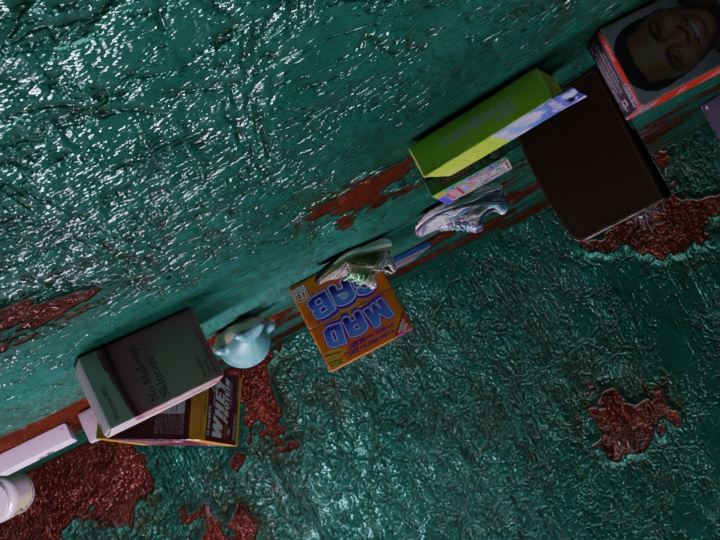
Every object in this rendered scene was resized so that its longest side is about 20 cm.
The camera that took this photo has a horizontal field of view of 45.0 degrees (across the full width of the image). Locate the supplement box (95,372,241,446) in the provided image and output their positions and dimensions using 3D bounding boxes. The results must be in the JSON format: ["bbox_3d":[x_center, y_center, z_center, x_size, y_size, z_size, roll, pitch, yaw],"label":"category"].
[{"bbox_3d":[-0.350,0.255,1.623,0.199,0.134,0.197,-2,165,12],"label":"supplement box"}]

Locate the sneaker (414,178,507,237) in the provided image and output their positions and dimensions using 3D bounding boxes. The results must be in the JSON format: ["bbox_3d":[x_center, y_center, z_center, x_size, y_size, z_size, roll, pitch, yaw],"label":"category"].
[{"bbox_3d":[0.204,-0.109,1.748,0.199,0.087,0.078,-28,174,6],"label":"sneaker"}]

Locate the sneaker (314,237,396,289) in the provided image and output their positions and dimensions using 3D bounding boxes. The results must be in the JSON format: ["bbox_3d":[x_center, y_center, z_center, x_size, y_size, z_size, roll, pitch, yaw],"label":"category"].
[{"bbox_3d":[0.000,0.000,1.763,0.199,0.089,0.077,-24,174,-30],"label":"sneaker"}]

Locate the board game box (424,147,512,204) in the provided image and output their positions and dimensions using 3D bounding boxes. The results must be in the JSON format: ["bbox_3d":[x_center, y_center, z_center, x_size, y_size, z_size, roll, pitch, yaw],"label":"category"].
[{"bbox_3d":[0.186,-0.161,1.462,0.134,0.029,0.200,-29,175,12],"label":"board game box"}]

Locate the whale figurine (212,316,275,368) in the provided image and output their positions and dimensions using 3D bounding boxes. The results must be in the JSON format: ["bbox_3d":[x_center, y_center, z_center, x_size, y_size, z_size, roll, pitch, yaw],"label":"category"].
[{"bbox_3d":[-0.258,0.164,1.986,0.159,0.104,0.200,-25,174,-20],"label":"whale figurine"}]

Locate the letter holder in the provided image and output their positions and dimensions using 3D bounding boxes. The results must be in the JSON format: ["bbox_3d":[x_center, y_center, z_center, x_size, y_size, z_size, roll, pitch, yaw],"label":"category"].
[{"bbox_3d":[0.320,-0.157,1.218,0.142,0.201,0.100,-29,175,24],"label":"letter holder"}]

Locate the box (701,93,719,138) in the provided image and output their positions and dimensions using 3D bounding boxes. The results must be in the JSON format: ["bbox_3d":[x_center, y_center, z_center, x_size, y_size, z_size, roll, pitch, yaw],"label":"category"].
[{"bbox_3d":[1.171,-0.510,2.593,0.196,0.124,0.200,-22,173,-33],"label":"box"}]

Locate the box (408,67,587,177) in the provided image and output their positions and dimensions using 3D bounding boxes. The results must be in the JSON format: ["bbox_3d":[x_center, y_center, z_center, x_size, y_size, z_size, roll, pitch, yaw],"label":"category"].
[{"bbox_3d":[0.166,-0.180,1.049,0.199,0.048,0.122,-30,175,23],"label":"box"}]

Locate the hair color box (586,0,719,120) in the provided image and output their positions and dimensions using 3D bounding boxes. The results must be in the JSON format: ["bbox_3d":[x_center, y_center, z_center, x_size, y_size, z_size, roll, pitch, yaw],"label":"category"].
[{"bbox_3d":[0.372,-0.263,0.982,0.199,0.102,0.061,-28,176,-2],"label":"hair color box"}]

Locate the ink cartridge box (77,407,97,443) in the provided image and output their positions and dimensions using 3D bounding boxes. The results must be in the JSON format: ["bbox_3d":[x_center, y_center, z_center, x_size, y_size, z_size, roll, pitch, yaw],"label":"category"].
[{"bbox_3d":[-0.589,0.346,2.202,0.199,0.083,0.147,-29,174,13],"label":"ink cartridge box"}]

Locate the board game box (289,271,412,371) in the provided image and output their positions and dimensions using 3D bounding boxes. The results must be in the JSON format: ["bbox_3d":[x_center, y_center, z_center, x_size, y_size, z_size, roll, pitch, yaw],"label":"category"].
[{"bbox_3d":[-0.017,0.087,1.932,0.199,0.201,0.200,-28,175,0],"label":"board game box"}]

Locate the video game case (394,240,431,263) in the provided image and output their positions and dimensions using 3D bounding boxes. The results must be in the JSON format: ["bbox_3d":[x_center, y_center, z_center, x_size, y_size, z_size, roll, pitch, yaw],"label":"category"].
[{"bbox_3d":[0.115,-0.028,2.501,0.143,0.018,0.200,-25,175,-15],"label":"video game case"}]

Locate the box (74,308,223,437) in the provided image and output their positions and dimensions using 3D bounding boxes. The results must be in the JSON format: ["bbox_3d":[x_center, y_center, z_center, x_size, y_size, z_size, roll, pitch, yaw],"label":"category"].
[{"bbox_3d":[-0.344,0.166,1.414,0.199,0.128,0.109,-25,174,-26],"label":"box"}]

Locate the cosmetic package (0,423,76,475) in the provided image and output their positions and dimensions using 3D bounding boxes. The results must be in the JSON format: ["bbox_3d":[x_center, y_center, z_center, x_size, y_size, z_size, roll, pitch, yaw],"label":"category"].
[{"bbox_3d":[-0.852,0.469,2.275,0.199,0.052,0.151,-26,172,-17],"label":"cosmetic package"}]

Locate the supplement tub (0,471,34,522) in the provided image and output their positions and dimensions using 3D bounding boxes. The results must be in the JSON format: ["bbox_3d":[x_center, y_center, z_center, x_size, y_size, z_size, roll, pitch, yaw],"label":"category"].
[{"bbox_3d":[-1.134,0.717,2.746,0.145,0.145,0.200,-27,175,-2],"label":"supplement tub"}]
